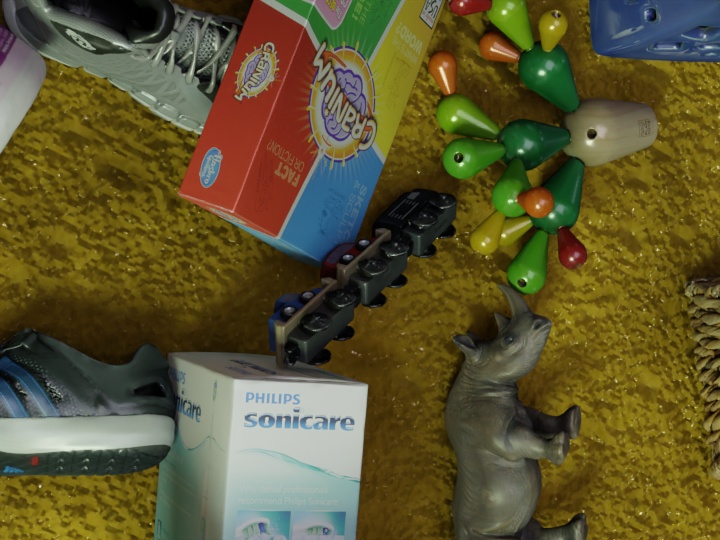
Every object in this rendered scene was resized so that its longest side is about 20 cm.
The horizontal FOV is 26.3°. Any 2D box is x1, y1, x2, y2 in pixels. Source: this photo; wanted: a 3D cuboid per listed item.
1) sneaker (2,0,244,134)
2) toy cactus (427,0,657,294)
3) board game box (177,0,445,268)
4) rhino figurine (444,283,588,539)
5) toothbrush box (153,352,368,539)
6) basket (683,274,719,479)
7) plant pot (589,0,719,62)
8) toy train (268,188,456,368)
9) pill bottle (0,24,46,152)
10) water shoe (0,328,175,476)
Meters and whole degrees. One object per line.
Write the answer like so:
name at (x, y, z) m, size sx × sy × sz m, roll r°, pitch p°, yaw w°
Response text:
sneaker at (-0.107, -0.128, 0.896) m, size 0.199 × 0.115 × 0.076 m, roll 17°, pitch 87°, yaw -21°
toy cactus at (0.129, -0.091, 1.011) m, size 0.164 × 0.102 × 0.202 m, roll -11°, pitch 88°, yaw -30°
board game box at (-0.022, -0.112, 0.923) m, size 0.153 × 0.040 × 0.201 m, roll 29°, pitch 81°, yaw -63°
rhino figurine at (0.097, 0.109, 1.010) m, size 0.087 × 0.060 × 0.202 m, roll -2°, pitch 94°, yaw 23°
toothbrush box at (-0.066, 0.155, 0.912) m, size 0.085 × 0.146 × 0.202 m, roll 3°, pitch 91°, yaw -22°
basket at (0.347, 0.064, 1.068) m, size 0.198 × 0.143 × 0.150 m, roll -11°, pitch 96°, yaw -20°
plant pot at (0.276, -0.242, 1.004) m, size 0.198 × 0.180 × 0.202 m, roll -2°, pitch 94°, yaw -20°
toy train at (0.000, 0.000, 0.941) m, size 0.200 × 0.046 × 0.034 m, roll -44°, pitch 143°, yaw -48°
pill bottle at (-0.280, -0.126, 0.832) m, size 0.199 × 0.112 × 0.113 m, roll 35°, pitch 81°, yaw -19°
water shoe at (-0.209, 0.076, 0.906) m, size 0.198 × 0.072 × 0.080 m, roll 6°, pitch 63°, yaw -20°
